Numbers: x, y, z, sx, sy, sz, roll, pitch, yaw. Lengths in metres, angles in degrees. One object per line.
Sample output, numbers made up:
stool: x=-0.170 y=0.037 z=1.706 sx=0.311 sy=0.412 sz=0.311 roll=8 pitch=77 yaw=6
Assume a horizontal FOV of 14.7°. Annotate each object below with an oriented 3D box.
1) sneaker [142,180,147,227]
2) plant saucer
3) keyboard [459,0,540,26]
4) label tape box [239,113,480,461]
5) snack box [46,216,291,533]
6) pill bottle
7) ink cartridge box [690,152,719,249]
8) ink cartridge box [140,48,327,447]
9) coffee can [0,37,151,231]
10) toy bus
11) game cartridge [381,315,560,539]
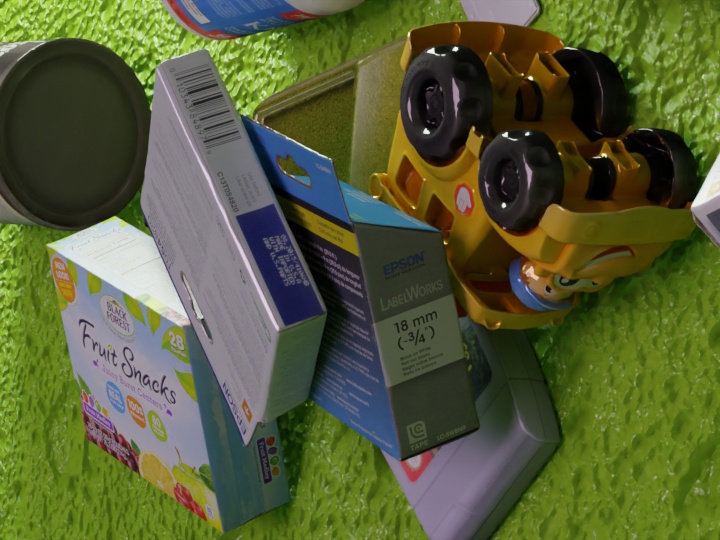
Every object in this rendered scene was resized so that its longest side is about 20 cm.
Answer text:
sneaker: x=-0.120 y=-0.091 z=2.013 sx=0.200 sy=0.070 sz=0.094 roll=121 pitch=153 yaw=-74
plant saucer: x=-0.025 y=-0.056 z=1.911 sx=0.200 sy=0.048 sz=0.201 roll=-19 pitch=62 yaw=56
keyboard: x=0.071 y=-0.231 z=1.882 sx=0.056 sy=0.011 sz=0.200 roll=-45 pitch=51 yaw=32
label tape box: x=0.000 y=0.000 z=1.737 sx=0.144 sy=0.063 sz=0.201 roll=30 pitch=136 yaw=60
snack box: x=-0.138 y=0.072 z=2.004 sx=0.200 sy=0.068 sz=0.169 roll=27 pitch=133 yaw=50
pill bottle: x=-0.049 y=-0.228 z=1.951 sx=0.200 sy=0.112 sz=0.113 roll=-7 pitch=79 yaw=53
ink cartridge box: x=0.283 y=-0.114 z=1.468 sx=0.200 sy=0.043 sz=0.198 roll=-30 pitch=20 yaw=49
ink cartridge box: x=-0.084 y=-0.011 z=1.797 sx=0.200 sy=0.040 sz=0.200 roll=109 pitch=139 yaw=-65
coffee can: x=-0.277 y=-0.107 z=2.199 sx=0.200 sy=0.146 sz=0.147 roll=4 pitch=88 yaw=52
toy bus: x=0.093 y=-0.031 z=1.724 sx=0.200 sy=0.135 sz=0.192 roll=51 pitch=129 yaw=41
game cartridge: x=0.055 y=0.071 z=1.832 sx=0.133 sy=0.041 sz=0.200 roll=-53 pitch=46 yaw=27
